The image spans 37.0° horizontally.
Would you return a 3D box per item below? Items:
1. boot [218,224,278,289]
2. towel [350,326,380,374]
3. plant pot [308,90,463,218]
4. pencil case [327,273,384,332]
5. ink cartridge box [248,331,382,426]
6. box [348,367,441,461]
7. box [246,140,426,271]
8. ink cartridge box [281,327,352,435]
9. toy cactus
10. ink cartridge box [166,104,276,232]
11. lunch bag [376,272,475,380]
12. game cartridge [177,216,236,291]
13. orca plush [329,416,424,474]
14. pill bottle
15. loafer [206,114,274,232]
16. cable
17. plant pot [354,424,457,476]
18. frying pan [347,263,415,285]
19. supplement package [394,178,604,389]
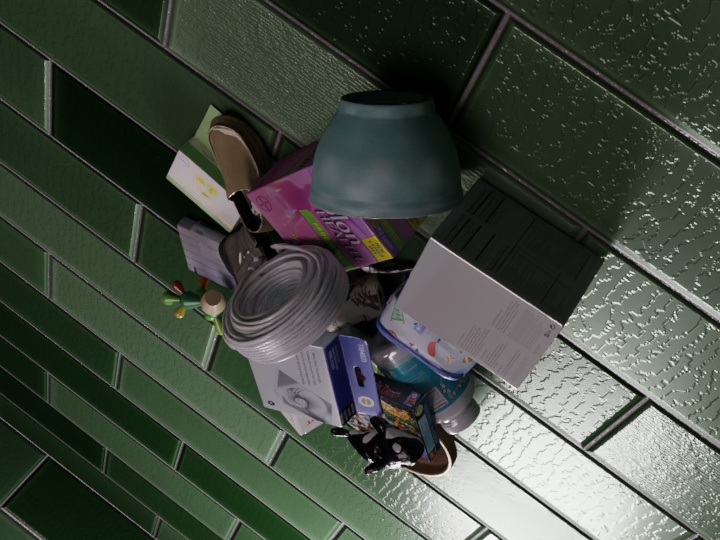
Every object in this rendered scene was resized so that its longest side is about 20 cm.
[{"bbox_3d":[-0.160,0.012,1.784,0.200,0.068,0.131,60,149,-3],"label":"boot"},{"bbox_3d":[-0.054,0.135,1.937,0.200,0.031,0.149,24,145,23],"label":"towel"},{"bbox_3d":[0.034,-0.156,1.369,0.200,0.200,0.134,14,112,35],"label":"plant pot"},{"bbox_3d":[-0.058,0.068,1.713,0.090,0.200,0.078,73,180,-51],"label":"pencil case"},{"bbox_3d":[-0.075,0.163,1.667,0.200,0.041,0.200,9,139,20],"label":"ink cartridge box"},{"bbox_3d":[0.030,0.222,1.752,0.200,0.038,0.137,20,145,35],"label":"box"},{"bbox_3d":[-0.038,-0.095,1.578,0.176,0.097,0.200,51,145,-17],"label":"box"},{"bbox_3d":[-0.083,0.161,1.834,0.084,0.145,0.200,41,155,42],"label":"ink cartridge box"},{"bbox_3d":[-0.265,0.060,1.985,0.200,0.102,0.165,25,165,-2],"label":"toy cactus"},{"bbox_3d":[-0.227,-0.160,1.739,0.145,0.048,0.200,41,150,-2],"label":"ink cartridge box"},{"bbox_3d":[0.112,0.069,1.547,0.160,0.200,0.076,32,112,9],"label":"lunch bag"},{"bbox_3d":[-0.235,-0.016,1.935,0.200,0.038,0.130,24,140,23],"label":"game cartridge"},{"bbox_3d":[0.018,0.294,1.751,0.200,0.071,0.105,13,141,43],"label":"orca plush"},{"bbox_3d":[0.110,0.171,1.739,0.111,0.111,0.200,-14,121,52],"label":"pill bottle"},{"bbox_3d":[-0.177,-0.145,1.655,0.076,0.067,0.200,-19,108,32],"label":"loafer"},{"bbox_3d":[-0.111,0.047,1.549,0.200,0.200,0.069,1,137,48],"label":"cable"},{"bbox_3d":[0.092,0.263,1.882,0.201,0.093,0.201,26,147,18],"label":"plant pot"},{"bbox_3d":[-0.012,0.007,1.667,0.190,0.115,0.031,-3,111,46],"label":"frying pan"},{"bbox_3d":[0.182,0.016,1.423,0.200,0.151,0.152,34,138,8],"label":"supplement package"}]
